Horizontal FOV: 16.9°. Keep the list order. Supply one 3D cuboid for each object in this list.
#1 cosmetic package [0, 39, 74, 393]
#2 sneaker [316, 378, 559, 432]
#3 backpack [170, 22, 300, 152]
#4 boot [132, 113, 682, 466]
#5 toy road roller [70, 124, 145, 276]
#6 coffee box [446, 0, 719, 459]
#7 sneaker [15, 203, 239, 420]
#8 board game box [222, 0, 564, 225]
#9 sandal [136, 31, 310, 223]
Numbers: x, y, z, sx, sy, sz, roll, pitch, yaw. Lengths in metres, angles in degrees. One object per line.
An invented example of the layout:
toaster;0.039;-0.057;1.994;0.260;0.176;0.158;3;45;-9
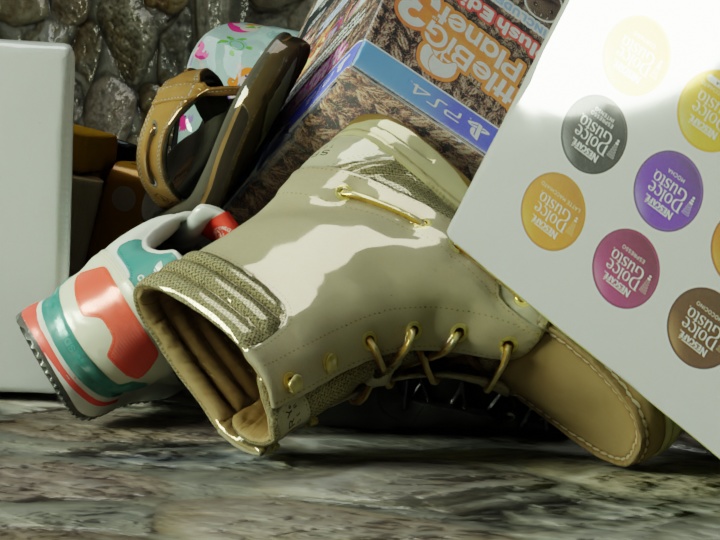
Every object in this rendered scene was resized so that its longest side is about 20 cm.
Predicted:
cosmetic package;-0.241;-0.032;1.180;0.198;0.167;0.165;2;4;-8
sneaker;0.051;0.040;1.096;0.199;0.077;0.091;-3;15;-35
backpack;-0.056;-0.070;1.680;0.149;0.202;0.177;5;3;24
boot;0.020;0.036;0.999;0.200;0.073;0.155;43;52;15
toy road roller;-0.136;-0.013;1.376;0.145;0.124;0.200;14;4;7
coffee box;0.196;-0.040;0.949;0.199;0.199;0.199;40;24;29
sneaker;-0.081;0.011;1.110;0.093;0.071;0.200;-33;-2;15
board game box;0.028;-0.099;1.175;0.096;0.201;0.159;32;-38;-11
sandal;-0.078;-0.066;1.151;0.054;0.082;0.200;32;-16;-10
